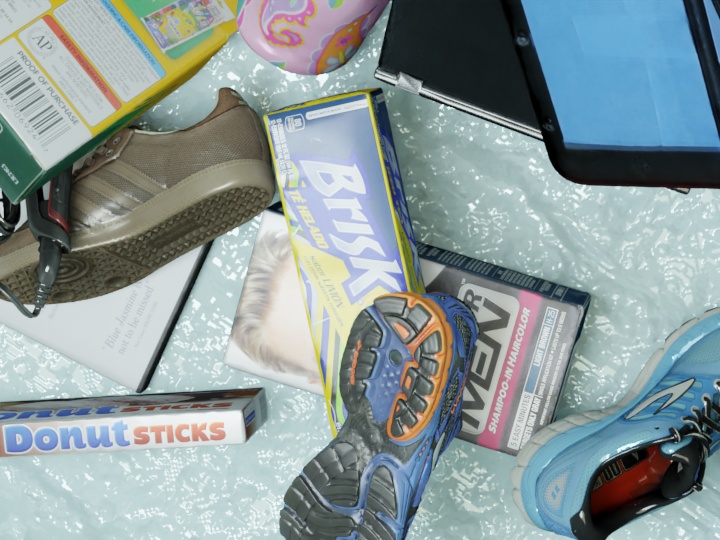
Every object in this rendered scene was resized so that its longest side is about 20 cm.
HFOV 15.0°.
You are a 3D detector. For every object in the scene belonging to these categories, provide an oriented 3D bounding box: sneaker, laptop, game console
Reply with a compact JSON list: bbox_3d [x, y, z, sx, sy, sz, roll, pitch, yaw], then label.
[{"bbox_3d":[-0.140,-0.042,1.630,0.199,0.070,0.076,-21,62,19],"label":"sneaker"},{"bbox_3d":[0.115,-0.130,1.515,0.186,0.200,0.117,21,103,6],"label":"laptop"},{"bbox_3d":[0.019,0.098,1.496,0.075,0.078,0.201,35,119,23],"label":"sneaker"},{"bbox_3d":[0.145,-0.092,1.378,0.118,0.173,0.201,-18,126,5],"label":"game console"},{"bbox_3d":[0.187,0.097,1.571,0.200,0.090,0.079,-37,115,-7],"label":"sneaker"}]

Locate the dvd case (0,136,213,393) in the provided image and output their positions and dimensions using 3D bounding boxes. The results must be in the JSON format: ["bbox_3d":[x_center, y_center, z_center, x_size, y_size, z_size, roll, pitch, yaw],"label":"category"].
[{"bbox_3d":[-0.192,-0.032,1.673,0.199,0.018,0.143,26,101,5],"label":"dvd case"}]

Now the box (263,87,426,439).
[{"bbox_3d":[0.000,0.000,1.558,0.064,0.070,0.202,-12,95,8],"label":"box"}]

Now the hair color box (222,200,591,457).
[{"bbox_3d":[0.028,0.035,1.625,0.199,0.061,0.101,17,99,7],"label":"hair color box"}]

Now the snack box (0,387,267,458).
[{"bbox_3d":[-0.160,0.093,1.656,0.198,0.072,0.025,-4,99,9],"label":"snack box"}]

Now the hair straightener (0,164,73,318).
[{"bbox_3d":[-0.202,-0.062,1.611,0.076,0.041,0.201,-7,63,9],"label":"hair straightener"}]

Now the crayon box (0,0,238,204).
[{"bbox_3d":[-0.166,-0.142,1.595,0.126,0.200,0.052,51,141,0],"label":"crayon box"}]

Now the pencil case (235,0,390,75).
[{"bbox_3d":[0.003,-0.195,1.544,0.087,0.087,0.200,43,136,2],"label":"pencil case"}]
